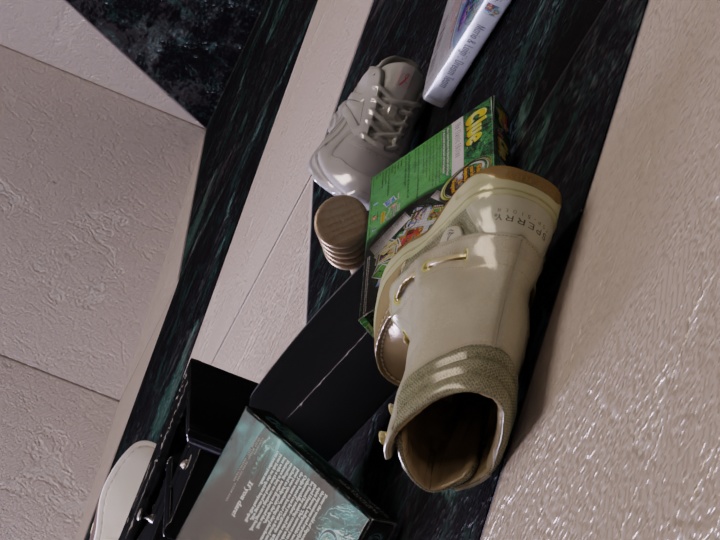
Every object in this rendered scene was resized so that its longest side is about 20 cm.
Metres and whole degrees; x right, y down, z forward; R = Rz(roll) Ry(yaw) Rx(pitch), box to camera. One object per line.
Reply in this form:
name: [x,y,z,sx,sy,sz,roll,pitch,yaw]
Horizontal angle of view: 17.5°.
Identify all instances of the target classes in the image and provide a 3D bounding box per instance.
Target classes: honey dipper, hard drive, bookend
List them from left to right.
bookend: [-0.136,0.204,1.955,0.199,0.091,0.201,-103,34,-75]
hard drive: [-0.007,0.056,1.518,0.200,0.042,0.135,-48,16,21]
honey dipper: [0.000,0.000,1.617,0.200,0.038,0.038,68,-141,-70]

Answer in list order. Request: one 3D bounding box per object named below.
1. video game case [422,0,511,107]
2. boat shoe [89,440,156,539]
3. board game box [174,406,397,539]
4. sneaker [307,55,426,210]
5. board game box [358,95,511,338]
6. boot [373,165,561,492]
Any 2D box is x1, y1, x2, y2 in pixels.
video game case: [0.107,-0.250,1.779,0.182,0.024,0.201,123,166,-53]
boat shoe: [-0.275,0.294,2.688,0.059,0.071,0.202,160,125,-74]
board game box: [-0.071,0.205,1.447,0.135,0.028,0.201,38,103,40]
sneaker: [0.013,-0.118,1.875,0.100,0.077,0.200,-60,12,26]
board game box: [0.049,-0.036,1.467,0.104,0.023,0.200,-35,21,19]
boot: [0.044,0.054,1.278,0.200,0.072,0.156,124,162,-54]
